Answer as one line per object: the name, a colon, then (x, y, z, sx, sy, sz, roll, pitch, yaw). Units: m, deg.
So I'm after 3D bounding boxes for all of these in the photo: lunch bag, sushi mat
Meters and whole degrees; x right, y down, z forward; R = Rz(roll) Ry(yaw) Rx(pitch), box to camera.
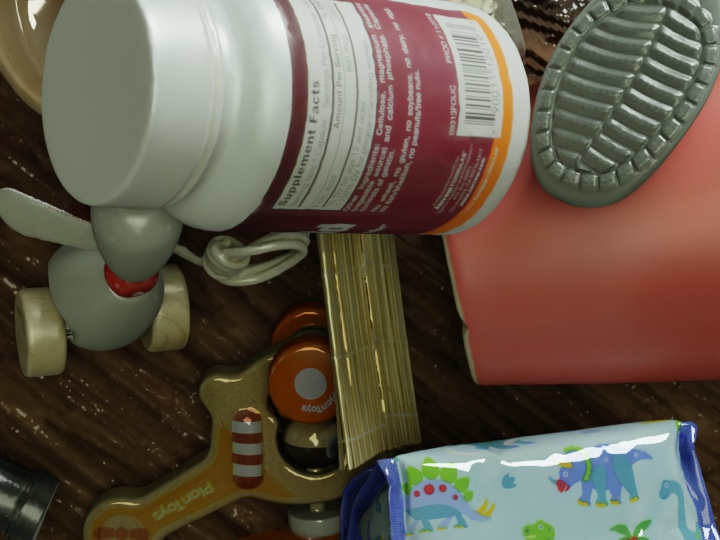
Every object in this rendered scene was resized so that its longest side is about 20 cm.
lunch bag: (0.081, 0.157, 0.770, 0.169, 0.200, 0.128, -5, 68, -10)
sushi mat: (0.000, 0.000, 0.764, 0.012, 0.096, 0.201, -8, 87, 26)

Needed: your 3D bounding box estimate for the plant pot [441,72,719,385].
plant pot: (0.133, -0.024, 0.776, 0.176, 0.200, 0.201, -12, 95, 4)

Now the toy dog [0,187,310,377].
toy dog: (-0.128, -0.018, 0.751, 0.131, 0.200, 0.097, -2, 67, -40)

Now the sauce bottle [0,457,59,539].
sauce bottle: (-0.264, 0.094, 0.788, 0.199, 0.065, 0.065, 25, 90, -10)

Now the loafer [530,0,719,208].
loafer: (0.145, -0.114, 0.687, 0.075, 0.070, 0.201, 27, 81, 17)

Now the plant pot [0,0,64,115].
plant pot: (-0.103, -0.168, 0.758, 0.200, 0.093, 0.202, -1, 88, 34)

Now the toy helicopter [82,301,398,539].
toy helicopter: (-0.064, 0.118, 0.820, 0.199, 0.079, 0.133, -29, 105, 6)

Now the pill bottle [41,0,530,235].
pill bottle: (-0.031, -0.073, 0.644, 0.199, 0.114, 0.115, 0, 94, -39)

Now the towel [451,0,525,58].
towel: (0.001, -0.193, 0.820, 0.132, 0.034, 0.201, -21, 97, -4)
